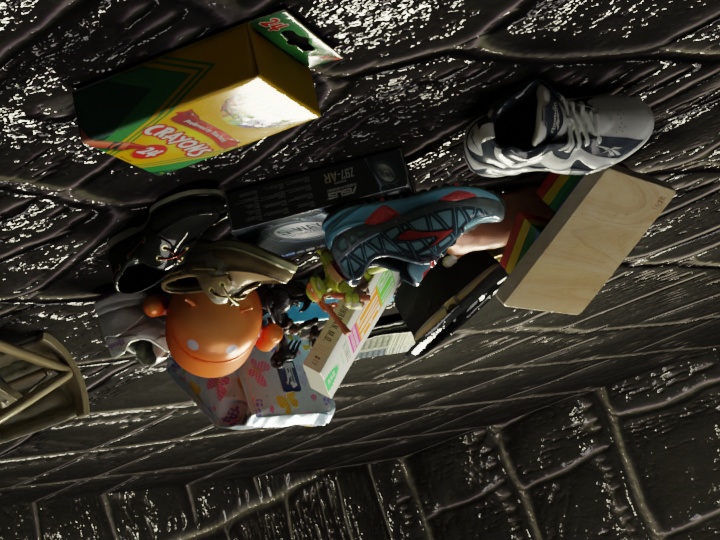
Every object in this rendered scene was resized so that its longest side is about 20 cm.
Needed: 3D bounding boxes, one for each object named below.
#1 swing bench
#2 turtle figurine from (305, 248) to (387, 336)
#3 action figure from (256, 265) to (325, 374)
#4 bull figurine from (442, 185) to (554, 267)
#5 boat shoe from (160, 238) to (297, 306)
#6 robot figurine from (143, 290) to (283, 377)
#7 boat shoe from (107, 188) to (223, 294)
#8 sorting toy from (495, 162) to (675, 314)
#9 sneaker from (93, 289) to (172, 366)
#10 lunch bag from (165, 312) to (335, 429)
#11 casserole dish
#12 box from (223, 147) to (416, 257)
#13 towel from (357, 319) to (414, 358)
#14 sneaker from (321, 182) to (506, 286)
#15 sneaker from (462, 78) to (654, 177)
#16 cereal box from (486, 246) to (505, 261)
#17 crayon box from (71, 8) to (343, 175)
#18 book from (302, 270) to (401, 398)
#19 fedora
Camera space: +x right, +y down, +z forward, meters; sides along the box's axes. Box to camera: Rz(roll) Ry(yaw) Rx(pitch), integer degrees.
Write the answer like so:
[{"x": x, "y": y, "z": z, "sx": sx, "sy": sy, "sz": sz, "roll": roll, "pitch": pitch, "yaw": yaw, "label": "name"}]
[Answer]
[{"x": -0.507, "y": 0.166, "z": 1.864, "sx": 0.197, "sy": 0.131, "sz": 0.199, "roll": -21, "pitch": 169, "yaw": 27, "label": "swing bench"}, {"x": 0.000, "y": 0.000, "z": 1.616, "sx": 0.160, "sy": 0.200, "sz": 0.065, "roll": -31, "pitch": 126, "yaw": -5, "label": "turtle figurine"}, {"x": -0.094, "y": 0.038, "z": 1.784, "sx": 0.117, "sy": 0.103, "sz": 0.201, "roll": 3, "pitch": 135, "yaw": 17, "label": "action figure"}, {"x": 0.144, "y": -0.054, "z": 1.707, "sx": 0.197, "sy": 0.066, "sz": 0.121, "roll": -12, "pitch": 167, "yaw": -1, "label": "bull figurine"}, {"x": -0.147, "y": 0.005, "z": 1.528, "sx": 0.074, "sy": 0.067, "sz": 0.199, "roll": 25, "pitch": 166, "yaw": -41, "label": "boat shoe"}, {"x": -0.180, "y": 0.063, "z": 1.677, "sx": 0.116, "sy": 0.144, "sz": 0.200, "roll": -39, "pitch": 175, "yaw": -18, "label": "robot figurine"}, {"x": -0.206, "y": -0.032, "z": 1.492, "sx": 0.073, "sy": 0.064, "sz": 0.201, "roll": 5, "pitch": 156, "yaw": -39, "label": "boat shoe"}, {"x": 0.254, "y": -0.050, "z": 1.656, "sx": 0.199, "sy": 0.070, "sz": 0.200, "roll": 8, "pitch": 123, "yaw": -55, "label": "sorting toy"}, {"x": -0.254, "y": 0.075, "z": 1.783, "sx": 0.199, "sy": 0.101, "sz": 0.075, "roll": 0, "pitch": 161, "yaw": -46, "label": "sneaker"}, {"x": -0.144, "y": 0.145, "z": 1.937, "sx": 0.168, "sy": 0.200, "sz": 0.128, "roll": 2, "pitch": 121, "yaw": -43, "label": "lunch bag"}, {"x": -0.048, "y": 0.038, "z": 1.947, "sx": 0.198, "sy": 0.039, "sz": 0.121, "roll": -7, "pitch": 164, "yaw": -26, "label": "casserole dish"}, {"x": -0.036, "y": -0.068, "z": 1.532, "sx": 0.198, "sy": 0.044, "sz": 0.160, "roll": -14, "pitch": 166, "yaw": 4, "label": "box"}, {"x": 0.011, "y": 0.117, "z": 2.337, "sx": 0.190, "sy": 0.035, "sz": 0.200, "roll": -8, "pitch": 168, "yaw": -5, "label": "towel"}, {"x": 0.062, "y": -0.030, "z": 1.476, "sx": 0.197, "sy": 0.097, "sz": 0.079, "roll": -12, "pitch": 167, "yaw": -4, "label": "sneaker"}, {"x": 0.202, "y": -0.143, "z": 1.375, "sx": 0.196, "sy": 0.081, "sz": 0.130, "roll": -2, "pitch": 174, "yaw": 0, "label": "sneaker"}, {"x": 0.243, "y": -0.031, "z": 1.934, "sx": 0.143, "sy": 0.040, "sz": 0.199, "roll": -21, "pitch": 164, "yaw": 31, "label": "cereal box"}, {"x": -0.120, "y": -0.144, "z": 1.152, "sx": 0.198, "sy": 0.051, "sz": 0.127, "roll": -18, "pitch": 164, "yaw": 19, "label": "crayon box"}, {"x": -0.010, "y": 0.052, "z": 1.752, "sx": 0.048, "sy": 0.201, "sz": 0.134, "roll": 27, "pitch": 166, "yaw": 11, "label": "book"}, {"x": 0.113, "y": 0.023, "z": 1.828, "sx": 0.200, "sy": 0.092, "sz": 0.201, "roll": -39, "pitch": 171, "yaw": -8, "label": "fedora"}]
